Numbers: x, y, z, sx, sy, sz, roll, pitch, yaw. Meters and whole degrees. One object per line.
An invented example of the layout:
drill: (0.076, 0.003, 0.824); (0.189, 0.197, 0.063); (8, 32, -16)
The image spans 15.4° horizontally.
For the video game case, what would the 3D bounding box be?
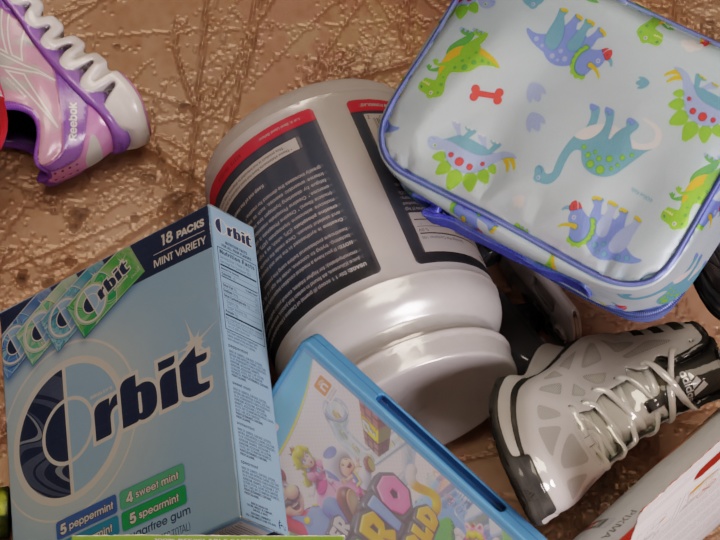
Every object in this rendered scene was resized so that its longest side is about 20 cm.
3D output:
video game case: (0.013, 0.150, 1.500); (0.200, 0.143, 0.018); (42, 35, 15)

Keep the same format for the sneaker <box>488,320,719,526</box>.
sneaker: (0.144, 0.071, 1.495); (0.115, 0.201, 0.076); (-21, 102, 20)

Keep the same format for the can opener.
can opener: (0.066, -0.020, 1.653); (0.067, 0.053, 0.200); (-29, 65, -19)

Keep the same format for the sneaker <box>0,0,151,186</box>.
sneaker: (-0.227, -0.128, 1.685); (0.088, 0.081, 0.200); (-43, 72, -16)

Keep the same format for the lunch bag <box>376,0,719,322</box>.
lunch bag: (0.119, -0.074, 1.491); (0.200, 0.082, 0.161); (28, 82, 21)

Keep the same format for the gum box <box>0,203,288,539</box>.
gum box: (-0.129, 0.085, 1.528); (0.170, 0.045, 0.200); (-26, 55, 30)

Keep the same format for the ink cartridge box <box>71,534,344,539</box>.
ink cartridge box: (-0.084, 0.213, 1.423); (0.147, 0.200, 0.076); (1, 60, -3)

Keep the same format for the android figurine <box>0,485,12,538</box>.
android figurine: (-0.301, 0.168, 1.529); (0.200, 0.041, 0.182); (1, 60, -5)

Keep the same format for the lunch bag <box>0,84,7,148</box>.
lunch bag: (-0.315, -0.127, 1.646); (0.176, 0.082, 0.200); (-25, 63, 22)

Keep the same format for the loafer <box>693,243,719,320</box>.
loafer: (0.201, -0.069, 1.549); (0.073, 0.072, 0.200); (-21, 66, -14)

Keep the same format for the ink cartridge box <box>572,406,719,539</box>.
ink cartridge box: (0.177, 0.116, 1.496); (0.162, 0.200, 0.050); (-38, 69, -23)

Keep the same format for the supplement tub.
supplement tub: (0.000, 0.000, 1.586); (0.140, 0.140, 0.200); (-16, 62, -13)
